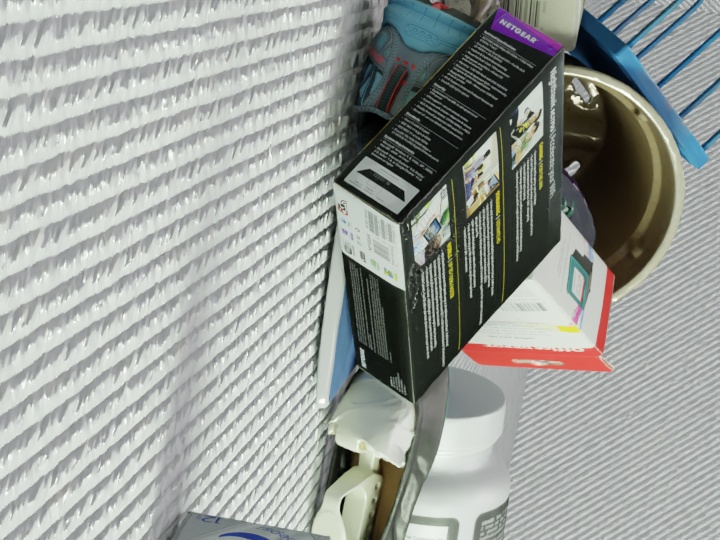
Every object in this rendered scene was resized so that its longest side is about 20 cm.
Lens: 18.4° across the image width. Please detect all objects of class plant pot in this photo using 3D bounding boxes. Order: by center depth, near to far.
[{"bbox_3d":[0.140,-0.089,1.733,0.184,0.200,0.201,-91,-173,-68],"label":"plant pot"}]

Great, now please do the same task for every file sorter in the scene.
[{"bbox_3d":[0.228,-0.203,1.741,0.139,0.123,0.200,48,2,-38],"label":"file sorter"}]

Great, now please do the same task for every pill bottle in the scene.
[{"bbox_3d":[0.039,0.171,1.481,0.116,0.116,0.200,-59,158,-70],"label":"pill bottle"}]

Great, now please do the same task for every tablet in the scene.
[{"bbox_3d":[0.000,0.000,1.375,0.200,0.014,0.130,-48,147,-74],"label":"tablet"}]

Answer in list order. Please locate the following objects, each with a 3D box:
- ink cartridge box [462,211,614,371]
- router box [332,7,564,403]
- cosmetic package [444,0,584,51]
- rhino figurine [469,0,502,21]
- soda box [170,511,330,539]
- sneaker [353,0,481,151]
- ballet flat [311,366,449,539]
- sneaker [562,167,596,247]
[{"bbox_3d":[0.107,0.010,1.586,0.200,0.116,0.067,43,53,-59],"label":"ink cartridge box"},{"bbox_3d":[0.055,-0.032,1.277,0.149,0.051,0.200,-47,156,-23],"label":"router box"},{"bbox_3d":[0.130,-0.266,1.684,0.071,0.105,0.200,92,9,-52],"label":"cosmetic package"},{"bbox_3d":[0.091,-0.261,1.544,0.087,0.060,0.200,41,58,-58],"label":"rhino figurine"},{"bbox_3d":[-0.061,0.212,0.970,0.063,0.068,0.200,-59,157,-73],"label":"soda box"},{"bbox_3d":[0.028,-0.092,1.322,0.096,0.079,0.200,-61,164,-11],"label":"sneaker"},{"bbox_3d":[0.008,0.123,1.379,0.068,0.068,0.200,0,103,-61],"label":"ballet flat"},{"bbox_3d":[0.112,-0.051,1.575,0.200,0.074,0.088,41,9,-37],"label":"sneaker"}]
